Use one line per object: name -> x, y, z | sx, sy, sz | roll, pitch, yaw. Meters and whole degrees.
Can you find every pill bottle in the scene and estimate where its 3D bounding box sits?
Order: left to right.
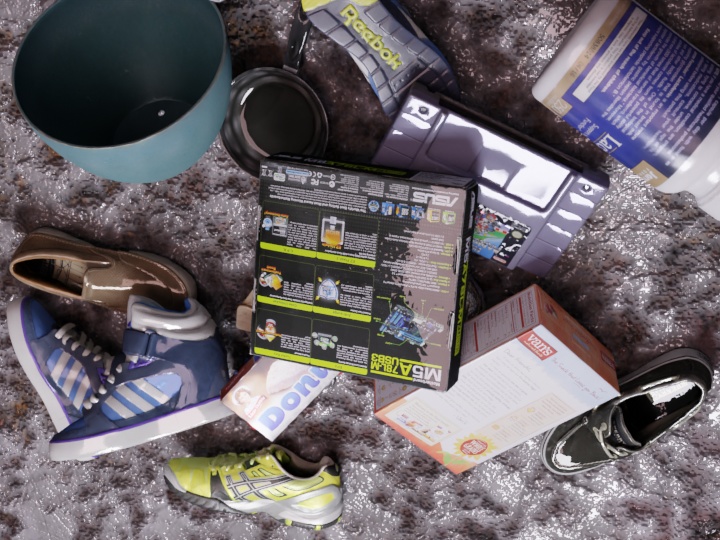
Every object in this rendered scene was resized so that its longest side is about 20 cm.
pill bottle -> 0.256, -0.138, 1.126 | 0.200, 0.116, 0.116 | 37, 119, 0

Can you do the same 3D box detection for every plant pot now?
plant pot -> -0.207, -0.160, 1.245 | 0.200, 0.200, 0.135 | 9, 153, 14

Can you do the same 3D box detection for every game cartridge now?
game cartridge -> 0.110, -0.077, 1.217 | 0.200, 0.038, 0.130 | 24, 126, -7

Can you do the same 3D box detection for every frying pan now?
frying pan -> -0.086, -0.176, 1.269 | 0.115, 0.031, 0.190 | 3, 111, 17

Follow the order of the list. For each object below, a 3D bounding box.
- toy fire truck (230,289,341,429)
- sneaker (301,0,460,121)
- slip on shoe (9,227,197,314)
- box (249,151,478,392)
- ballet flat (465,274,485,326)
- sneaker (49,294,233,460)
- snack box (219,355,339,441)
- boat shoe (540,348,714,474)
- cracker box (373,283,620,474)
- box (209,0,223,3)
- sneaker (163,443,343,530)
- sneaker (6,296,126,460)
toy fire truck -> -0.080, 0.065, 1.366 | 0.200, 0.049, 0.141 | -35, 99, 29
sneaker -> 0.023, -0.208, 1.201 | 0.074, 0.082, 0.200 | -33, 120, 13
slip on shoe -> -0.273, 0.009, 1.397 | 0.200, 0.061, 0.076 | 20, 118, 9
box -> 0.000, 0.000, 1.217 | 0.200, 0.048, 0.193 | 9, 108, 18
ballet flat -> 0.048, -0.018, 1.276 | 0.072, 0.072, 0.200 | -36, 98, 28
sneaker -> -0.236, 0.103, 1.358 | 0.200, 0.081, 0.147 | -17, 85, 2
snack box -> -0.047, 0.075, 1.307 | 0.072, 0.024, 0.200 | 40, 100, -21
boat shoe -> 0.251, 0.145, 1.285 | 0.200, 0.064, 0.071 | -39, 97, 28
cracker box -> 0.130, 0.109, 1.285 | 0.200, 0.058, 0.134 | -30, 128, 28
box -> -0.165, -0.326, 1.131 | 0.196, 0.200, 0.124 | 15, 115, 11
sneaker -> -0.114, 0.221, 1.443 | 0.200, 0.075, 0.076 | 8, 109, 3
sneaker -> -0.279, 0.096, 1.441 | 0.146, 0.081, 0.200 | -25, 92, 9
